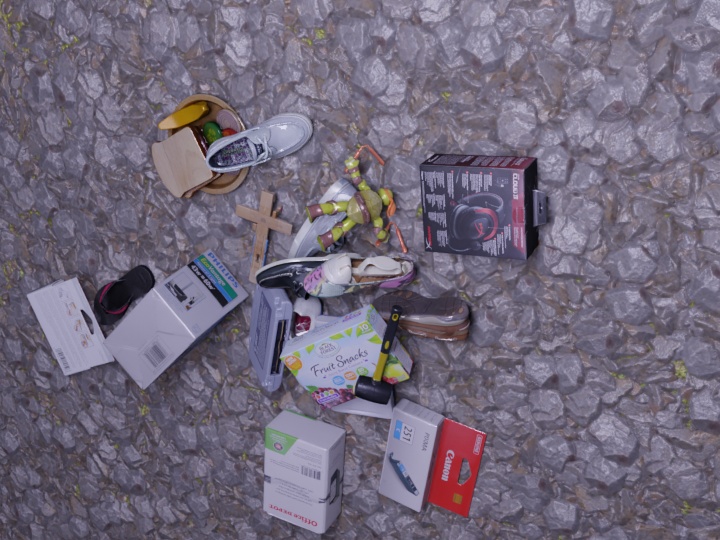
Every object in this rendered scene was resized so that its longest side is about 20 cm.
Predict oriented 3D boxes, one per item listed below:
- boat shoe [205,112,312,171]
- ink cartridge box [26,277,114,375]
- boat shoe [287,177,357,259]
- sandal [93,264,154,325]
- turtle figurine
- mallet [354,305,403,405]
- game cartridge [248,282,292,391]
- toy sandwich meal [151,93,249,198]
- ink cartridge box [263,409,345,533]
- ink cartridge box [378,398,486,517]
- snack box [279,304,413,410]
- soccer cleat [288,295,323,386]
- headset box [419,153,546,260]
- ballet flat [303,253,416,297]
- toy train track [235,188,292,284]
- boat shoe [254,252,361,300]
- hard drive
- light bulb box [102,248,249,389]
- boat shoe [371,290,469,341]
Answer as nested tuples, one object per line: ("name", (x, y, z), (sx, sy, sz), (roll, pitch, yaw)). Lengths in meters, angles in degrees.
("boat shoe", (-0.177, -0.214, 1.684), (0.197, 0.072, 0.071), (-16, 112, 14))
("ink cartridge box", (-0.619, 0.116, 2.110), (0.171, 0.043, 0.203), (-16, 102, 32))
("boat shoe", (-0.060, -0.068, 1.716), (0.071, 0.070, 0.202), (41, 121, 10))
("sandal", (-0.504, 0.052, 2.019), (0.199, 0.045, 0.076), (-35, 92, 34))
("turtle figurine", (-0.002, -0.093, 1.632), (0.159, 0.064, 0.203), (-25, 110, -9))
("mallet", (0.030, 0.142, 1.652), (0.065, 0.041, 0.203), (9, 122, 3))
("game cartridge", (-0.172, 0.107, 1.825), (0.133, 0.040, 0.203), (51, 138, 48))
("toy sandwich meal", (-0.293, -0.223, 1.775), (0.202, 0.070, 0.209), (11, 115, 24))
("ink cartridge box", (-0.113, 0.399, 1.932), (0.143, 0.084, 0.204), (15, 117, 23))
("ink cartridge box", (0.131, 0.360, 1.809), (0.174, 0.045, 0.203), (20, 119, 21))
("snack box", (-0.025, 0.158, 1.731), (0.198, 0.053, 0.143), (-25, 115, 29))
("soccer cleat", (-0.112, 0.141, 1.820), (0.069, 0.086, 0.204), (12, 116, 22))
("headset box", (0.200, -0.103, 1.557), (0.197, 0.075, 0.151), (5, 113, 27))
("ballet flat", (0.000, 0.000, 1.662), (0.196, 0.070, 0.071), (-5, 153, -7))
("toy train track", (-0.180, -0.065, 1.808), (0.113, 0.033, 0.203), (21, 125, 11))
("boat shoe", (-0.091, 0.018, 1.727), (0.195, 0.075, 0.067), (-6, 68, 0))
("hard drive", (-0.008, 0.179, 1.798), (0.130, 0.025, 0.203), (5, 121, 24))
("light bulb box", (-0.351, 0.091, 1.861), (0.125, 0.200, 0.198), (49, 124, -1))
("boat shoe", (0.102, 0.087, 1.691), (0.197, 0.076, 0.073), (9, 130, 38))
